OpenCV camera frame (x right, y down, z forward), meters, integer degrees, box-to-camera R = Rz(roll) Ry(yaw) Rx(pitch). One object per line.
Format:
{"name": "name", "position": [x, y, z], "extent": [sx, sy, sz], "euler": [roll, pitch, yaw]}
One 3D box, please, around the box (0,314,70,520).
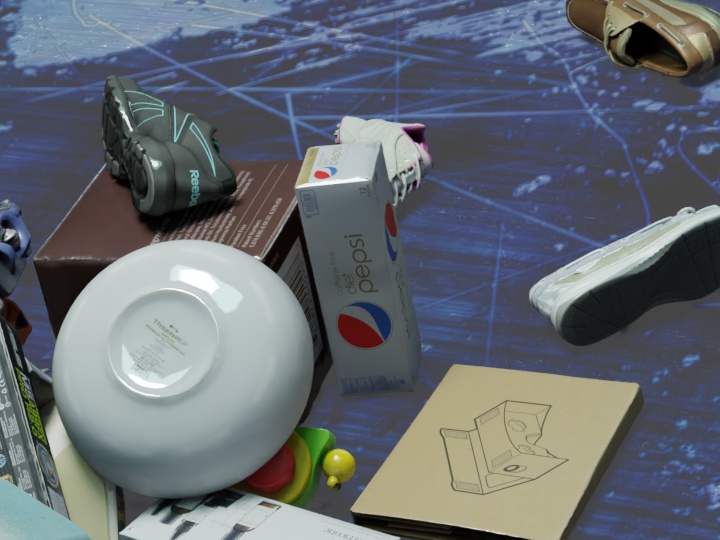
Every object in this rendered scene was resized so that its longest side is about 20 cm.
{"name": "box", "position": [-0.312, 0.148, 1.660], "extent": [0.160, 0.044, 0.200], "euler": [-24, 62, 5]}

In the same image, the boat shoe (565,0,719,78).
{"name": "boat shoe", "position": [0.277, -0.241, 2.225], "extent": [0.074, 0.076, 0.200], "euler": [-34, 36, -29]}

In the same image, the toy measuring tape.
{"name": "toy measuring tape", "position": [-0.103, 0.148, 1.681], "extent": [0.200, 0.074, 0.074], "euler": [4, 32, 11]}

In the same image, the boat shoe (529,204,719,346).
{"name": "boat shoe", "position": [0.237, -0.006, 1.839], "extent": [0.202, 0.074, 0.065], "euler": [-28, 37, -14]}

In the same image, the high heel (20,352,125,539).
{"name": "high heel", "position": [-0.212, 0.161, 1.736], "extent": [0.071, 0.143, 0.200], "euler": [-30, 66, 1]}

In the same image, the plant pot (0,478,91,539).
{"name": "plant pot", "position": [-0.285, 0.240, 1.490], "extent": [0.200, 0.196, 0.196], "euler": [-22, 30, -36]}

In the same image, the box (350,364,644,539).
{"name": "box", "position": [0.107, 0.140, 1.682], "extent": [0.163, 0.021, 0.200], "euler": [5, 33, 26]}

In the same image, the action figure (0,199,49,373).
{"name": "action figure", "position": [-0.324, 0.037, 1.811], "extent": [0.105, 0.194, 0.200], "euler": [-17, 19, 17]}

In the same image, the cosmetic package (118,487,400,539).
{"name": "cosmetic package", "position": [-0.070, 0.207, 1.599], "extent": [0.200, 0.051, 0.083], "euler": [12, 38, 34]}

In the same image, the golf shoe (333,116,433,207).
{"name": "golf shoe", "position": [0.020, -0.088, 2.054], "extent": [0.091, 0.075, 0.200], "euler": [-4, 32, 5]}

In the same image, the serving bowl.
{"name": "serving bowl", "position": [-0.138, 0.064, 1.645], "extent": [0.200, 0.066, 0.200], "euler": [-4, 69, 10]}

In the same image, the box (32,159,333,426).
{"name": "box", "position": [-0.131, 0.017, 1.827], "extent": [0.200, 0.166, 0.164], "euler": [0, 32, 19]}

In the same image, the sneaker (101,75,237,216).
{"name": "sneaker", "position": [-0.162, -0.100, 1.822], "extent": [0.079, 0.075, 0.200], "euler": [-5, 31, -20]}

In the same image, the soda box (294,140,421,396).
{"name": "soda box", "position": [0.000, 0.000, 1.778], "extent": [0.064, 0.200, 0.068], "euler": [-5, 30, 11]}
